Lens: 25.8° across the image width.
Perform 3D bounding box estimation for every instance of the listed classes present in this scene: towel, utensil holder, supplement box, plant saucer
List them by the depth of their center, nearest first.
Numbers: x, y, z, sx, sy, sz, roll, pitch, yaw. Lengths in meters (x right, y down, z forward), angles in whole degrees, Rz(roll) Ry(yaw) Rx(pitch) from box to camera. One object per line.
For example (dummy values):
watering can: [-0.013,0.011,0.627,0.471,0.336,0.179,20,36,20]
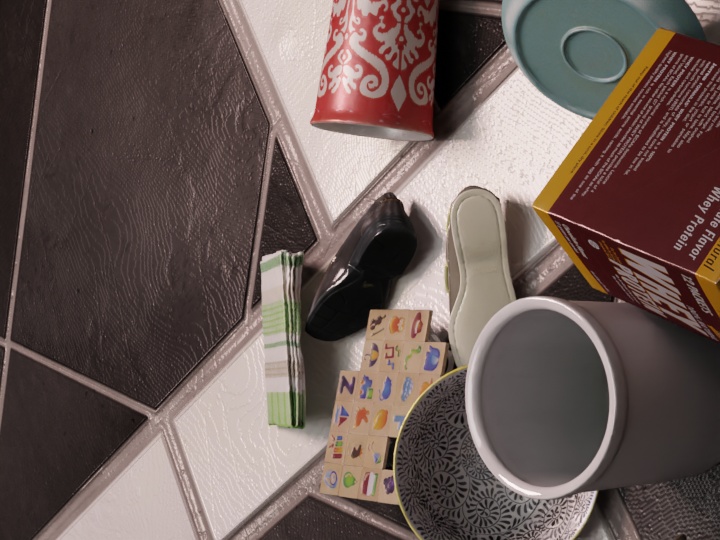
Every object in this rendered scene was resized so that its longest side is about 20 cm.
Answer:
supplement box: [0.291,-0.063,1.295,0.199,0.133,0.198,26,75,45]
utensil holder: [0.219,0.108,1.380,0.169,0.199,0.172,-1,89,48]
plant saucer: [0.215,-0.201,1.419,0.199,0.200,0.028,-10,39,47]
towel: [-0.087,0.080,1.817,0.149,0.030,0.203,167,100,-77]

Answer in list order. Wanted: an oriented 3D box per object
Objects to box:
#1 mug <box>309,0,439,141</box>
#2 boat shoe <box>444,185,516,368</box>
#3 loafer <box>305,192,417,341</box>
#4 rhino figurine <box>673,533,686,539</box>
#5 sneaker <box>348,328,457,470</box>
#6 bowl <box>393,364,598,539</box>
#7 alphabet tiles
mug: [0.008,-0.249,1.682,0.176,0.133,0.203,7,90,46]
boat shoe: [0.121,0.014,1.596,0.060,0.071,0.204,-96,3,-79]
loafer: [0.000,0.000,1.736,0.200,0.072,0.073,-50,30,35]
rhino figurine: [0.272,0.332,1.417,0.088,0.059,0.201,46,125,26]
sneaker: [0.029,0.133,1.696,0.201,0.075,0.116,-53,45,24]
bowl: [0.131,0.188,1.530,0.094,0.198,0.203,8,-98,-88]
alphabet tiles: [0.026,0.139,1.634,0.166,0.007,0.202,-2,74,52]
